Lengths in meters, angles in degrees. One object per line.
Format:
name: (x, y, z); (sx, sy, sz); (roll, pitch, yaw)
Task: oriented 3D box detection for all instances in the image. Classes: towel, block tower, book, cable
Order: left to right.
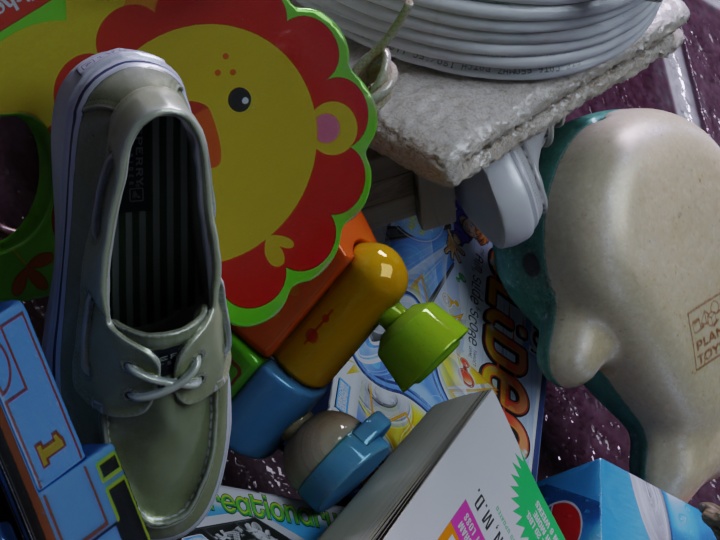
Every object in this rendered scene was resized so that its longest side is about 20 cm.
block tower: (-0.011, -0.107, 1.378); (0.054, 0.058, 0.200); (81, -11, -55)
book: (0.033, 0.156, 1.210); (0.134, 0.048, 0.200); (63, 33, -14)
towel: (0.049, -0.109, 1.313); (0.132, 0.034, 0.200); (31, 41, 25)
cable: (0.050, -0.166, 1.303); (0.200, 0.069, 0.200); (8, 38, -1)

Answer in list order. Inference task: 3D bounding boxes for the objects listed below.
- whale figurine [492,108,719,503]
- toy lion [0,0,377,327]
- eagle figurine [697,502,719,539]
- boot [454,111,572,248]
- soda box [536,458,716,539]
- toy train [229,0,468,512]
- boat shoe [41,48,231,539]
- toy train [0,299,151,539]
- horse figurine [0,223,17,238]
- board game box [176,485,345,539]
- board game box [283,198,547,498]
whale figurine: (0.130, 0.019, 1.422); (0.159, 0.104, 0.200); (-31, 113, -42)
toy lion: (-0.098, -0.054, 1.109); (0.200, 0.069, 0.192); (-32, 106, -16)
eagle figurine: (0.166, 0.188, 1.271); (0.151, 0.152, 0.200); (34, 51, -11)
boot: (0.076, -0.089, 1.365); (0.200, 0.096, 0.074); (-115, -171, -51)
soda box: (0.158, 0.162, 1.410); (0.200, 0.064, 0.068); (29, 50, -38)
toy train: (0.000, 0.000, 1.195); (0.116, 0.200, 0.085); (43, 24, 7)
boat shoe: (-0.083, 0.019, 1.070); (0.062, 0.072, 0.200); (-128, -149, -61)
toy train: (-0.151, 0.068, 1.040); (0.114, 0.087, 0.200); (-37, 110, -52)
horse figurine: (-0.173, -0.051, 1.158); (0.132, 0.050, 0.200); (26, 51, -18)
board game box: (-0.040, 0.154, 1.189); (0.200, 0.035, 0.126); (15, 53, -47)
board game box: (0.031, 0.040, 1.375); (0.135, 0.034, 0.200); (40, 37, -26)
